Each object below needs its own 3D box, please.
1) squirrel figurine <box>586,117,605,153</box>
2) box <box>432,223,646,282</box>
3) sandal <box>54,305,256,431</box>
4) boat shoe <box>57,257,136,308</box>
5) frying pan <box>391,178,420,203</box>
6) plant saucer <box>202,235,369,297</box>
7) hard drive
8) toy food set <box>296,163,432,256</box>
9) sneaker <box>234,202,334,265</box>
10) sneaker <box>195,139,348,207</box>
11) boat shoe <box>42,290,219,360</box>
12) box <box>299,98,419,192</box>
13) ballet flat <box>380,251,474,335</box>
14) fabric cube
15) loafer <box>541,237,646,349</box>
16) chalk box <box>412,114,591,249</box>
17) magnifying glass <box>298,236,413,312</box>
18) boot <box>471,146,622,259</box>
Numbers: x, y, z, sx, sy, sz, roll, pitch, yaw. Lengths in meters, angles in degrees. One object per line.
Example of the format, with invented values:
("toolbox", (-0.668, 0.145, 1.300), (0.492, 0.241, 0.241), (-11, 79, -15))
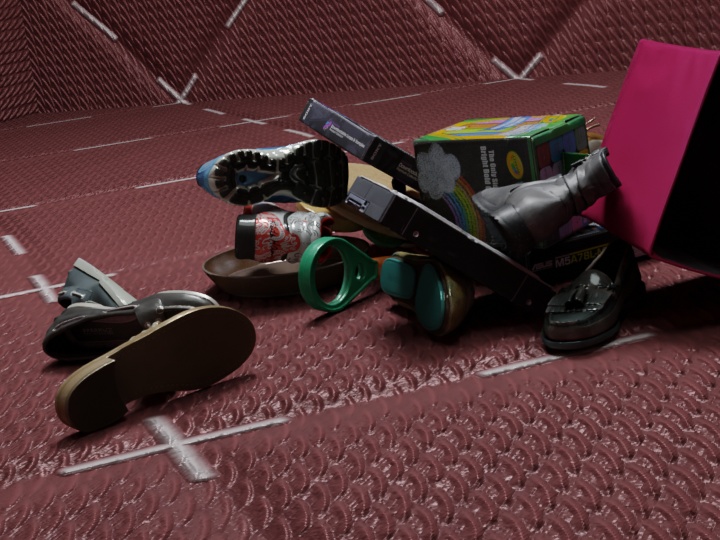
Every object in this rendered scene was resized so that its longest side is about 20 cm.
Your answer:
("squirrel figurine", (0.327, -0.120, 1.704), (0.186, 0.142, 0.200), (6, -1, 16))
("box", (0.213, -0.034, 1.598), (0.199, 0.048, 0.193), (-14, 16, -27))
("sandal", (-0.197, 0.079, 1.264), (0.070, 0.078, 0.211), (14, 29, 43))
("boat shoe", (-0.285, 0.043, 1.547), (0.062, 0.073, 0.200), (-53, 32, -5))
("frying pan", (0.035, -0.085, 1.646), (0.115, 0.031, 0.190), (14, 11, -29))
("plant saucer", (-0.086, -0.004, 1.653), (0.200, 0.035, 0.200), (-7, 12, 2))
("hard drive", (0.088, -0.026, 1.399), (0.200, 0.038, 0.140), (29, 2, -18))
("toy food set", (0.030, -0.074, 1.723), (0.197, 0.049, 0.200), (24, 22, 10))
("sneaker", (-0.085, -0.042, 1.616), (0.108, 0.067, 0.201), (4, 7, -1))
("sneaker", (-0.100, -0.114, 1.609), (0.200, 0.079, 0.090), (0, 6, -37))
("boat shoe", (-0.229, 0.064, 1.392), (0.199, 0.067, 0.057), (-5, 28, 28))
("box", (0.038, -0.128, 1.634), (0.200, 0.036, 0.143), (28, 6, -40))
("ballet flat", (0.079, 0.020, 1.411), (0.070, 0.071, 0.200), (-10, 14, -15))
("fabric cube", (0.358, -0.098, 1.350), (0.199, 0.197, 0.199), (16, 8, -13))
("loafer", (0.219, 0.020, 1.328), (0.072, 0.063, 0.200), (0, 15, 27))
("chalk box", (0.177, -0.098, 1.519), (0.200, 0.125, 0.124), (3, 18, 37))
("magnifying glass", (0.000, 0.000, 1.532), (0.022, 0.080, 0.200), (4, 7, 38))
("boot", (0.187, -0.071, 1.375), (0.131, 0.070, 0.200), (-33, 13, 1))
